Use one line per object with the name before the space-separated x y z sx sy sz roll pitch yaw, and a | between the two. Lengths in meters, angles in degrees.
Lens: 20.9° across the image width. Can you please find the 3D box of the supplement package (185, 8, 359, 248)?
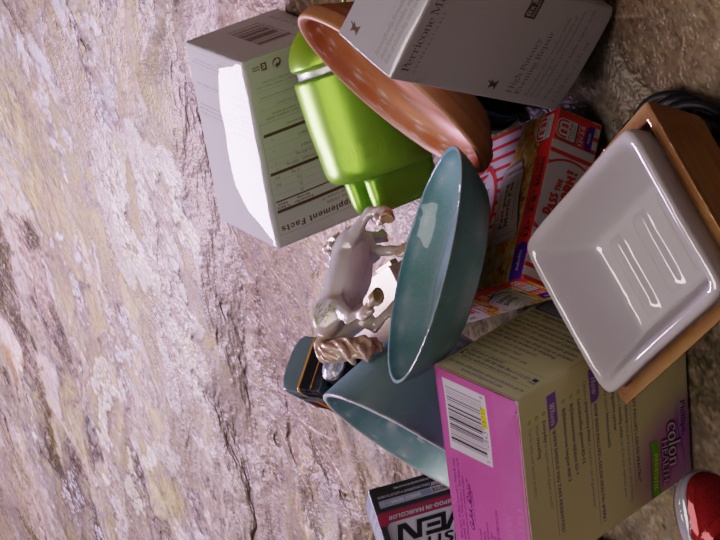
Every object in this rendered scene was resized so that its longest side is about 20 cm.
supplement package | -0.082 -0.143 1.959 0.117 0.117 0.200 26 132 51

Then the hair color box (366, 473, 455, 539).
hair color box | 0.081 0.291 1.820 0.061 0.099 0.200 96 157 -67

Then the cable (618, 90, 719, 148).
cable | 0.245 -0.044 1.523 0.163 0.051 0.200 58 152 16

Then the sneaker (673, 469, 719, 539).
sneaker | 0.334 0.243 1.566 0.200 0.071 0.112 59 157 -1

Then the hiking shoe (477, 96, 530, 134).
hiking shoe | 0.086 -0.212 1.647 0.200 0.074 0.087 57 164 -4

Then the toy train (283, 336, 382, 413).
toy train | 0.017 0.123 1.937 0.114 0.200 0.085 7 74 45

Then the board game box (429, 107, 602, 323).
board game box | 0.121 -0.040 1.662 0.200 0.046 0.152 -22 50 63

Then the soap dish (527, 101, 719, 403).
soap dish | 0.219 -0.013 1.461 0.158 0.081 0.200 63 150 17

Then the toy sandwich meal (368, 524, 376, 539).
toy sandwich meal | 0.101 0.292 1.904 0.205 0.205 0.070 56 157 19

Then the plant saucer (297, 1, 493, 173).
plant saucer | 0.035 -0.157 1.619 0.200 0.037 0.200 38 174 4

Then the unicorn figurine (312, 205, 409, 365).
unicorn figurine | 0.000 0.000 1.769 0.074 0.200 0.137 43 144 -18

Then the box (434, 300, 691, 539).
box | 0.171 0.123 1.615 0.097 0.200 0.176 23 131 45

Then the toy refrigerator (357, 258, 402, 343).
toy refrigerator | 0.031 0.034 1.941 0.070 0.076 0.200 64 153 4

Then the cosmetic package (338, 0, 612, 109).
cosmetic package | 0.091 -0.192 1.498 0.074 0.200 0.102 45 118 36

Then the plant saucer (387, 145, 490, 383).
plant saucer | 0.067 -0.001 1.601 0.200 0.036 0.200 -166 90 -82

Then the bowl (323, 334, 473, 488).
bowl | 0.079 0.121 1.740 0.201 0.105 0.201 31 168 7

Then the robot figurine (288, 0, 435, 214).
robot figurine | 0.004 -0.155 1.795 0.175 0.116 0.200 -2 109 67
